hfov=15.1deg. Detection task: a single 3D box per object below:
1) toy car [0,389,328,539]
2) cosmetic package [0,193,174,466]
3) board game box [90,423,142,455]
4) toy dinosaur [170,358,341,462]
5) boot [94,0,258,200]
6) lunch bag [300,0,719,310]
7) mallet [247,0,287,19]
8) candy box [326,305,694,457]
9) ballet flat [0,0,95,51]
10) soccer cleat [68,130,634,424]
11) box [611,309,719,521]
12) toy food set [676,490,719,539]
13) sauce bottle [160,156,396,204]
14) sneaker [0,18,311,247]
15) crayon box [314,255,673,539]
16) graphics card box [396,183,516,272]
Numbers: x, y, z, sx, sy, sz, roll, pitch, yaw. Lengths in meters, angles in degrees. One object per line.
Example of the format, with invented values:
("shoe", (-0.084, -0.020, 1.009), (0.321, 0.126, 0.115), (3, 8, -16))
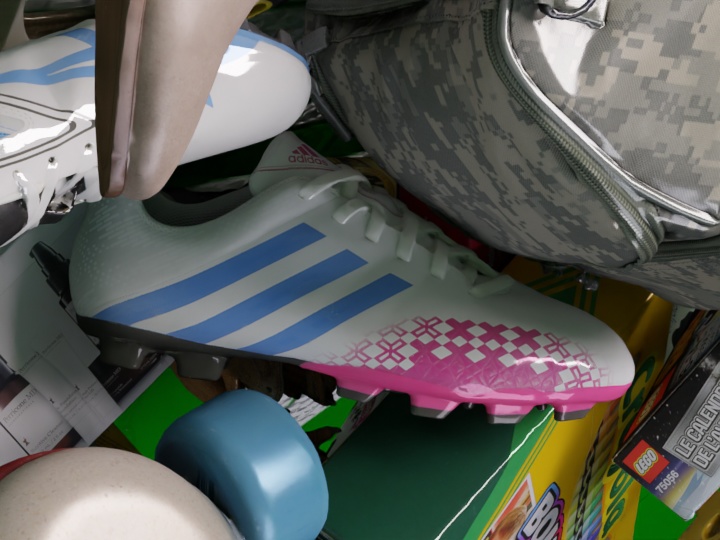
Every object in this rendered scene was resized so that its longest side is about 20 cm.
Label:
("toy car", (-0.115, 0.155, 0.938), (0.184, 0.178, 0.200), (-28, -173, -36))
("cosmetic package", (-0.143, 0.045, 0.967), (0.200, 0.051, 0.083), (-46, 120, -11))
("board game box", (-0.150, 0.177, 1.138), (0.200, 0.200, 0.200), (-44, 158, 1))
("toy dinosaur", (-0.059, 0.031, 1.065), (0.106, 0.061, 0.200), (36, 163, -23))
("boot", (0.005, -0.114, 0.724), (0.145, 0.202, 0.070), (4, 179, -17))
("lunch bag", (0.083, -0.069, 0.892), (0.167, 0.140, 0.200), (19, 175, -19))
("mallet", (-0.117, -0.057, 0.933), (0.199, 0.041, 0.066), (-32, 157, 6))
("candy box", (0.071, 0.044, 1.237), (0.200, 0.061, 0.137), (-40, -170, 36))
("ballet flat", (-0.125, -0.073, 0.861), (0.199, 0.067, 0.063), (-3, 116, -37))
("soccer cleat", (0.000, 0.000, 0.929), (0.198, 0.087, 0.070), (8, -173, -3))
("box", (0.172, -0.007, 1.023), (0.137, 0.040, 0.200), (-53, 179, 33))
("toy food set", (0.161, 0.073, 1.054), (0.200, 0.060, 0.143), (-48, -168, -14))
("sauce bottle", (-0.004, -0.014, 1.104), (0.199, 0.066, 0.066), (-5, 152, -43))
("sneaker", (-0.103, -0.033, 0.796), (0.199, 0.073, 0.072), (-10, 163, -28))
("crayon box", (0.045, 0.099, 1.050), (0.173, 0.058, 0.201), (-45, 156, -27))
("graphics card box", (0.106, -0.054, 1.068), (0.199, 0.051, 0.126), (-32, 149, -20))
